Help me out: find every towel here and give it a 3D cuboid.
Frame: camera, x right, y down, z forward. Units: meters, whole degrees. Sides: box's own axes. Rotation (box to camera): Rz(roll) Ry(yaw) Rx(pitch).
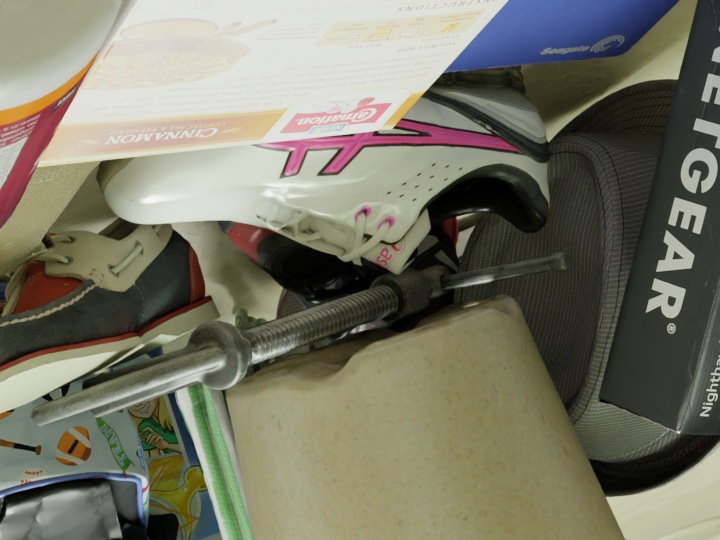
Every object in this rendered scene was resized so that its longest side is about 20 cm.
[{"bbox_3d":[-0.049,0.105,1.111,0.023,0.153,0.200,-17,-174,6],"label":"towel"}]

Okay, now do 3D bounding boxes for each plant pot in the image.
[{"bbox_3d":[0.030,0.116,0.950,0.199,0.185,0.200,-18,-178,1],"label":"plant pot"}]

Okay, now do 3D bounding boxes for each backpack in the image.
[{"bbox_3d":[-0.185,0.090,1.028,0.199,0.155,0.191,-19,171,-17],"label":"backpack"}]

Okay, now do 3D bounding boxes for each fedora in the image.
[{"bbox_3d":[0.108,0.004,1.026,0.090,0.177,0.201,8,106,-47],"label":"fedora"}]

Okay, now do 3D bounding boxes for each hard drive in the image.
[{"bbox_3d":[0.105,-0.142,0.869,0.131,0.025,0.200,-8,158,-32],"label":"hard drive"}]

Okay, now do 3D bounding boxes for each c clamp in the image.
[{"bbox_3d":[-0.036,0.026,0.932,0.170,0.027,0.199,-16,-179,43],"label":"c clamp"}]

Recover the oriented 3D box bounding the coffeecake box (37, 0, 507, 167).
[{"bbox_3d":[-0.019,-0.118,0.731,0.153,0.073,0.200,-8,158,-32],"label":"coffeecake box"}]

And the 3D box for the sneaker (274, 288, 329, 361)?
[{"bbox_3d":[-0.002,0.080,1.112,0.081,0.201,0.088,-16,157,5],"label":"sneaker"}]

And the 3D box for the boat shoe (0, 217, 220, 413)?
[{"bbox_3d":[-0.118,0.013,0.925,0.071,0.063,0.200,-23,-179,20],"label":"boat shoe"}]

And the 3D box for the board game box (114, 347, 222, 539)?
[{"bbox_3d":[-0.180,0.126,1.158,0.199,0.136,0.034,-19,163,-5],"label":"board game box"}]

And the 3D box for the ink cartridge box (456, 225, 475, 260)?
[{"bbox_3d":[0.111,0.039,1.197,0.199,0.146,0.085,-22,163,5],"label":"ink cartridge box"}]

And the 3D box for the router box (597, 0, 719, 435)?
[{"bbox_3d":[0.186,-0.031,0.926,0.149,0.201,0.051,6,-169,-44],"label":"router box"}]

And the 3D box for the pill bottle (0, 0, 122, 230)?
[{"bbox_3d":[-0.149,-0.059,0.698,0.109,0.110,0.200,-11,162,-26],"label":"pill bottle"}]

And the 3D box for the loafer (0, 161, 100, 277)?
[{"bbox_3d":[-0.156,-0.021,0.859,0.067,0.076,0.200,7,148,-43],"label":"loafer"}]

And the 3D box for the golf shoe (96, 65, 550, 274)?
[{"bbox_3d":[-0.010,-0.042,0.930,0.199,0.093,0.073,-12,161,-20],"label":"golf shoe"}]

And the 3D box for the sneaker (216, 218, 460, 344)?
[{"bbox_3d":[0.000,0.000,1.049,0.071,0.098,0.200,-24,160,20],"label":"sneaker"}]
